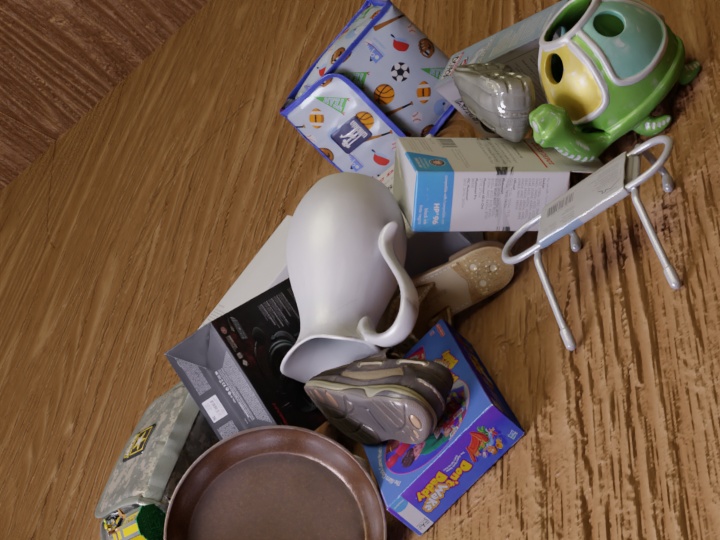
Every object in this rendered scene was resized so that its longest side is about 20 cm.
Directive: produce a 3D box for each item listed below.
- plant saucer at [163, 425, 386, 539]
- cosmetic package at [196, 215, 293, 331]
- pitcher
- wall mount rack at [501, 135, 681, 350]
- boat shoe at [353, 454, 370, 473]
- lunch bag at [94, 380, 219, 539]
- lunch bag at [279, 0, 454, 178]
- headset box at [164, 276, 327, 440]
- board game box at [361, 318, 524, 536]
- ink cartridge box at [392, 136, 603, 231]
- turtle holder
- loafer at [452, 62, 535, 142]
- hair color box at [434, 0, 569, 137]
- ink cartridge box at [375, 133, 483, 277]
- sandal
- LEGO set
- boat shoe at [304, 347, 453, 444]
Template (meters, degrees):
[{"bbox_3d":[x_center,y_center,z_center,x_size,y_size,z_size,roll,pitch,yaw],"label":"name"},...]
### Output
[{"bbox_3d":[-0.075,0.240,1.386,0.201,0.200,0.035,-56,-15,-18],"label":"plant saucer"},{"bbox_3d":[-0.104,0.036,1.888,0.200,0.085,0.108,-51,22,-7],"label":"cosmetic package"},{"bbox_3d":[0.000,0.000,1.526,0.171,0.121,0.201,-22,51,41],"label":"pitcher"},{"bbox_3d":[0.223,-0.029,1.411,0.200,0.075,0.174,-35,22,30],"label":"wall mount rack"},{"bbox_3d":[-0.053,0.202,1.536,0.200,0.071,0.069,-23,34,49],"label":"boat shoe"},{"bbox_3d":[-0.195,0.221,1.599,0.200,0.117,0.164,96,-166,-51],"label":"lunch bag"},{"bbox_3d":[0.018,-0.220,1.976,0.200,0.170,0.124,-48,17,-3],"label":"lunch bag"},{"bbox_3d":[-0.087,0.101,1.592,0.077,0.149,0.200,-33,-2,32],"label":"headset box"},{"bbox_3d":[0.066,0.141,1.447,0.134,0.045,0.200,-45,22,8],"label":"board game box"},{"bbox_3d":[0.141,-0.089,1.578,0.116,0.199,0.068,-112,23,-66],"label":"ink cartridge box"},{"bbox_3d":[0.237,-0.197,1.567,0.186,0.132,0.141,-45,22,2],"label":"turtle holder"},{"bbox_3d":[0.139,-0.181,1.645,0.070,0.070,0.200,-4,15,-5],"label":"loafer"},{"bbox_3d":[0.189,-0.225,1.754,0.200,0.099,0.061,-20,34,50],"label":"hair color box"},{"bbox_3d":[0.056,-0.043,1.720,0.146,0.084,0.200,-39,24,20],"label":"ink cartridge box"},{"bbox_3d":[0.064,0.047,1.563,0.211,0.078,0.070,-35,16,18],"label":"sandal"},{"bbox_3d":[-0.169,0.288,1.457,0.116,0.154,0.200,-30,-10,38],"label":"LEGO set"},{"bbox_3d":[0.022,0.115,1.437,0.073,0.075,0.200,-44,24,-24],"label":"boat shoe"}]
